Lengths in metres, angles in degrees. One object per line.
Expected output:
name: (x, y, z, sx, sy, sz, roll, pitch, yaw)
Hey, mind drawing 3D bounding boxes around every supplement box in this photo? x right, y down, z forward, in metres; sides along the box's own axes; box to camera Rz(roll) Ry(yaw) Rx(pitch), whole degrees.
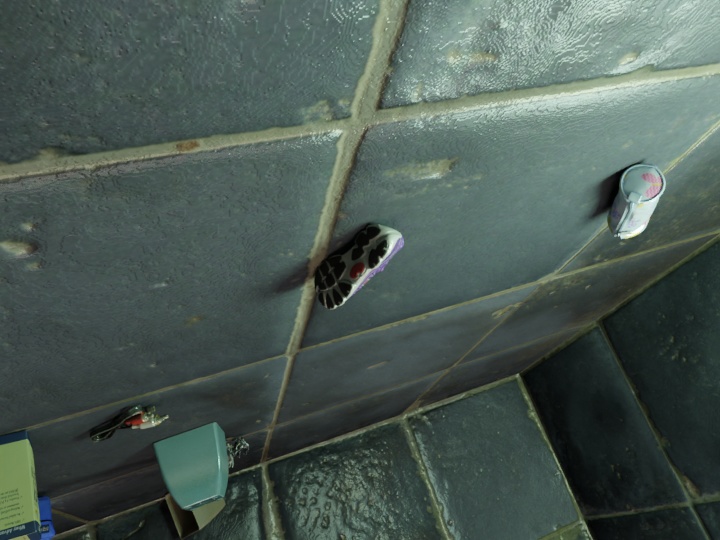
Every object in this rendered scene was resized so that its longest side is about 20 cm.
supplement box: (-0.767, 0.463, 1.114, 0.195, 0.204, 0.135, -7, 155, -30)

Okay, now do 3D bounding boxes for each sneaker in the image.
sneaker: (0.000, 0.000, 0.949, 0.199, 0.082, 0.083, -37, 159, 30)

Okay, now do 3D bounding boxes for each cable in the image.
cable: (-0.554, 0.365, 1.287, 0.196, 0.051, 0.097, -25, 157, 4)

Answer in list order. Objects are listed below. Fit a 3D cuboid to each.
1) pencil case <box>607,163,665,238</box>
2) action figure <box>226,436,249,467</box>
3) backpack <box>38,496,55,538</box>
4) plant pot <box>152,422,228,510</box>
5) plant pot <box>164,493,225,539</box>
pencil case: (0.562, -0.138, 1.139, 0.091, 0.083, 0.200, -44, 156, -2)
action figure: (-0.476, 0.632, 1.892, 0.117, 0.105, 0.198, -22, 163, 35)
backpack: (-0.993, 0.782, 1.619, 0.165, 0.204, 0.162, -29, 156, 19)
plant pot: (-0.498, 0.609, 1.686, 0.191, 0.204, 0.197, -16, 157, -13)
plant pot: (-0.725, 1.041, 2.473, 0.175, 0.203, 0.199, -12, 159, -49)
